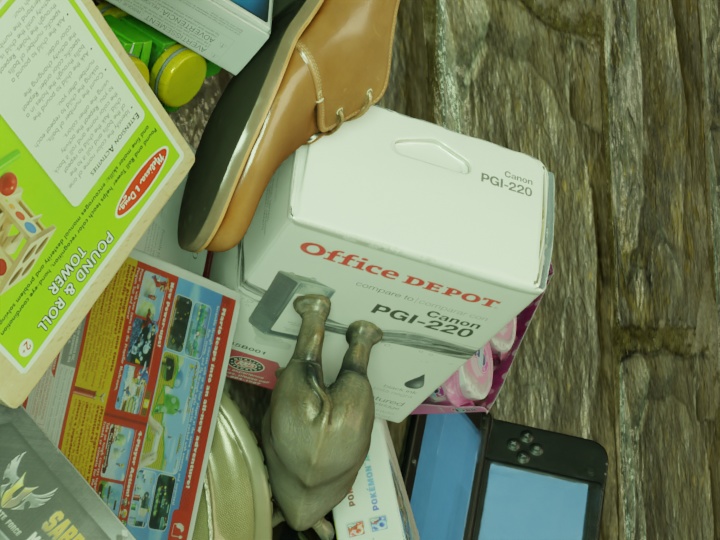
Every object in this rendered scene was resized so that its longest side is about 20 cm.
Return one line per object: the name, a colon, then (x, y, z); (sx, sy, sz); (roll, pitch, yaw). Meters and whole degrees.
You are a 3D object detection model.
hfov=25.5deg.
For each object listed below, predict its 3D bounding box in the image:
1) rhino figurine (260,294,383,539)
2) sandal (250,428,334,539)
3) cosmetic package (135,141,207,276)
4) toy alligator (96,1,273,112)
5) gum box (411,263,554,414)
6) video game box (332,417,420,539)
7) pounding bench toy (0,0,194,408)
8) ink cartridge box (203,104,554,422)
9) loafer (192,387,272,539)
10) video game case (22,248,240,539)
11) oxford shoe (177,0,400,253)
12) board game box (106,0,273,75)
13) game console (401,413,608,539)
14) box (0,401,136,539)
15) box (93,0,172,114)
rhino figurine: (-0.027, 0.098, 0.892); (0.200, 0.060, 0.087); (103, -6, -59)
sandal: (-0.058, 0.182, 0.978); (0.200, 0.055, 0.082); (58, 28, -21)
cosmetic package: (-0.142, 0.005, 0.811); (0.151, 0.052, 0.200); (43, 49, -51)
toy alligator: (-0.105, -0.097, 0.782); (0.200, 0.059, 0.054); (-19, 137, -54)
gum box: (0.058, 0.029, 1.164); (0.200, 0.113, 0.066); (-57, 137, -52)
video game box: (0.018, 0.193, 1.028); (0.200, 0.047, 0.182); (75, 0, -46)
pounding bench toy: (-0.159, -0.079, 0.619); (0.200, 0.156, 0.124); (-57, 142, -21)
ink cartridge box: (0.000, 0.000, 0.890); (0.200, 0.146, 0.085); (128, -27, -55)
loafer: (-0.087, 0.151, 0.872); (0.067, 0.076, 0.200); (-15, 96, -27)
video game case: (-0.129, 0.056, 0.747); (0.200, 0.017, 0.143); (27, 72, -58)
oxford shoe: (-0.025, -0.088, 0.773); (0.071, 0.071, 0.200); (33, 74, -21)
board game box: (-0.099, -0.197, 0.798); (0.126, 0.035, 0.200); (29, 38, -24)
game console: (0.114, 0.191, 1.269); (0.116, 0.176, 0.200); (100, 3, -59)
box: (-0.165, 0.149, 0.656); (0.158, 0.048, 0.200); (-44, 135, -15)
box: (-0.115, -0.202, 0.871); (0.164, 0.021, 0.200); (49, 41, -20)
